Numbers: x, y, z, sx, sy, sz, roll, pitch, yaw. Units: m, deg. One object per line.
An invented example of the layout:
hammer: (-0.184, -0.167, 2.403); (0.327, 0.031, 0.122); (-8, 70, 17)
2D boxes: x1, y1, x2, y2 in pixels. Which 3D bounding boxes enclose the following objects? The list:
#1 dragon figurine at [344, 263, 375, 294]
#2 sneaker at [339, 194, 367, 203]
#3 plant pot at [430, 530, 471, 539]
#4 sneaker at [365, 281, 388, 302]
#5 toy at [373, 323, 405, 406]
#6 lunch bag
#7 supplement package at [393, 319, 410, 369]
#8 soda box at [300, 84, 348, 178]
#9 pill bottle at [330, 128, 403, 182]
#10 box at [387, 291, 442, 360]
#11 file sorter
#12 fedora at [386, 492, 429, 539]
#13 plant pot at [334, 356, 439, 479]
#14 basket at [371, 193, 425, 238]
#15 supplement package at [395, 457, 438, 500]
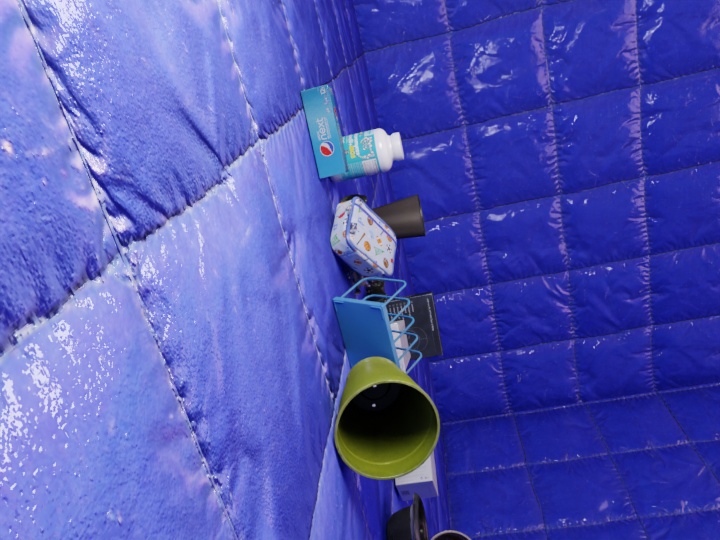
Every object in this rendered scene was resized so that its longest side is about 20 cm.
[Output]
dragon figurine: (0.000, 0.000, 1.551); (0.200, 0.058, 0.101); (-66, 145, -72)
sneaker: (-0.024, -0.139, 1.570); (0.201, 0.074, 0.080); (-72, 161, -54)
plant pot: (0.302, 0.993, 1.999); (0.184, 0.196, 0.204); (88, -6, -72)
sneaker: (0.051, 0.100, 1.732); (0.201, 0.074, 0.092); (-78, 163, -61)
toy: (0.053, 0.243, 1.466); (0.047, 0.113, 0.204); (116, -35, -83)
lunch bag: (0.010, -0.081, 1.434); (0.200, 0.075, 0.163); (42, 46, -37)
supplement package: (0.070, 0.210, 1.591); (0.200, 0.107, 0.116); (-10, 89, -81)
soda box: (-0.082, -0.325, 1.371); (0.064, 0.066, 0.204); (-64, 143, -76)
pill bottle: (0.010, -0.301, 1.510); (0.111, 0.196, 0.113); (-11, 90, -81)
box: (0.159, 0.185, 1.906); (0.124, 0.193, 0.204); (-11, 91, -81)
file sorter: (0.046, 0.130, 1.312); (0.122, 0.137, 0.203); (-39, 124, -43)
fedora: (0.114, 0.652, 1.430); (0.200, 0.090, 0.205); (-11, 90, -81)
plant pot: (0.041, 0.270, 1.161); (0.193, 0.197, 0.204); (-111, -172, -74)
basket: (0.125, -0.178, 2.088); (0.182, 0.196, 0.138); (-91, 166, -51)
supplement package: (0.160, 0.553, 1.724); (0.115, 0.107, 0.202); (70, 13, -44)
